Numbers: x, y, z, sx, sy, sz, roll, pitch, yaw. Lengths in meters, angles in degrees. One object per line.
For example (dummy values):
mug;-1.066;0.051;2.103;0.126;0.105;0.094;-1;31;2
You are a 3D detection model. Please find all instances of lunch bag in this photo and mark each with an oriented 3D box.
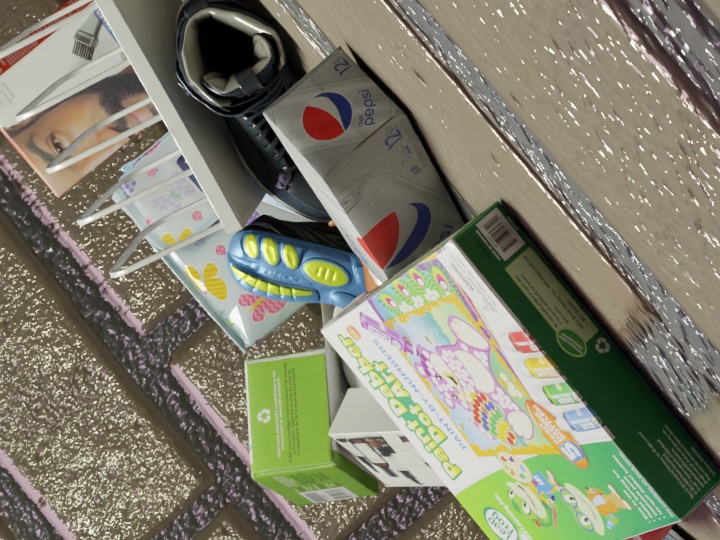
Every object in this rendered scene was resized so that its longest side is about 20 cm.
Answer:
lunch bag;-0.107;-0.053;1.827;0.200;0.170;0.127;52;179;-5

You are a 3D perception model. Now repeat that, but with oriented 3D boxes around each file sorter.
file sorter;-0.173;-0.114;1.533;0.200;0.124;0.139;60;-162;-13

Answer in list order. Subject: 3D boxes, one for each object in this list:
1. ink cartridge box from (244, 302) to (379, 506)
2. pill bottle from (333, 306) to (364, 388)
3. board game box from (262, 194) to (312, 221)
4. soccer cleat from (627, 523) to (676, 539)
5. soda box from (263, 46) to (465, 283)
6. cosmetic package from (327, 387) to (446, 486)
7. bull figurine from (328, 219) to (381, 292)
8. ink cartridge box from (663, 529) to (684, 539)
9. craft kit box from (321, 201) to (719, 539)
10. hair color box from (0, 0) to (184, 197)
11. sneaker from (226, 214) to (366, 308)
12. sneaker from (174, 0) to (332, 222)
ink cartridge box;-0.045;0.088;1.729;0.148;0.076;0.200;48;-146;-68
pill bottle;0.046;0.076;1.701;0.114;0.114;0.200;49;176;28
board game box;-0.079;-0.102;1.636;0.200;0.019;0.103;23;133;60
soccer cleat;0.171;0.162;1.349;0.068;0.073;0.200;50;176;7
soda box;0.011;-0.050;1.245;0.068;0.063;0.200;48;176;29
cosmetic package;0.074;0.130;1.583;0.200;0.051;0.083;-8;140;47
bull figurine;0.048;0.024;1.414;0.200;0.065;0.121;64;-167;5
ink cartridge box;0.257;0.258;1.536;0.200;0.041;0.200;51;176;-18
craft kit box;0.086;0.075;1.171;0.200;0.049;0.198;51;155;-1
hair color box;-0.205;-0.167;1.636;0.111;0.200;0.064;52;177;-23
sneaker;0.000;0.000;1.534;0.199;0.071;0.083;18;-149;2
sneaker;-0.065;-0.112;1.454;0.202;0.077;0.146;52;179;-10
